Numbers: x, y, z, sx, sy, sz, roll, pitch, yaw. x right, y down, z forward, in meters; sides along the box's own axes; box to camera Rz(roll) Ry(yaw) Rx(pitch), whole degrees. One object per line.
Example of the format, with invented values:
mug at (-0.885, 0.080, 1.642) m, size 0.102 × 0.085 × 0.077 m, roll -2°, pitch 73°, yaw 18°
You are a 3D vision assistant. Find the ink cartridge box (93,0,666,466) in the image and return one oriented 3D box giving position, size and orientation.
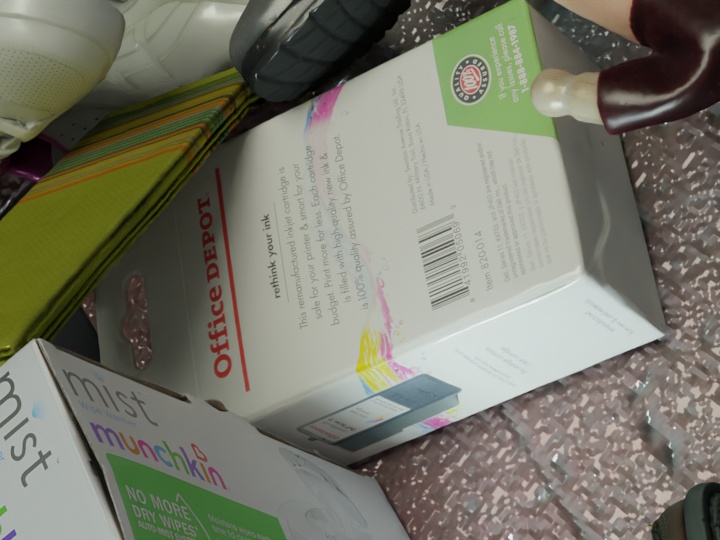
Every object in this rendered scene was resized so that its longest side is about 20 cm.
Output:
ink cartridge box at (0.000, 0.000, 0.812) m, size 0.200 × 0.067 × 0.117 m, roll -23°, pitch 59°, yaw 25°

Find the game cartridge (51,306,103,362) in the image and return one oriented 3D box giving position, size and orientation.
game cartridge at (-0.165, 0.097, 0.817) m, size 0.200 × 0.133 × 0.041 m, roll -44°, pitch 31°, yaw -26°

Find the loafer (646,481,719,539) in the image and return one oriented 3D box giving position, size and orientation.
loafer at (0.119, 0.163, 0.667) m, size 0.063 × 0.072 × 0.201 m, roll -34°, pitch 58°, yaw 27°

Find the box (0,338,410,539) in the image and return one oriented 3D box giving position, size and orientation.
box at (-0.092, 0.130, 0.741) m, size 0.176 × 0.200 × 0.097 m, roll -38°, pitch 56°, yaw 15°

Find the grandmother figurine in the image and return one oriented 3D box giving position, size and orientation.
grandmother figurine at (0.104, -0.092, 0.721) m, size 0.121 × 0.061 × 0.200 m, roll -51°, pitch 51°, yaw 0°

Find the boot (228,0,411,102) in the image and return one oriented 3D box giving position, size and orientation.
boot at (-0.017, -0.171, 0.817) m, size 0.131 × 0.070 × 0.200 m, roll 35°, pitch 88°, yaw 16°

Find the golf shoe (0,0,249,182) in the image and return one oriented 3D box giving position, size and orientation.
golf shoe at (-0.081, -0.076, 0.905) m, size 0.200 × 0.075 × 0.092 m, roll 1°, pitch 85°, yaw 40°

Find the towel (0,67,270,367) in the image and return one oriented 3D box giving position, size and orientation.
towel at (-0.103, -0.013, 0.781) m, size 0.086 × 0.018 × 0.200 m, roll -17°, pitch 23°, yaw 32°

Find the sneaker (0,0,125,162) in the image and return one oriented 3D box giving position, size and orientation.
sneaker at (-0.153, -0.037, 0.846) m, size 0.200 × 0.073 × 0.116 m, roll -20°, pitch 55°, yaw 60°
